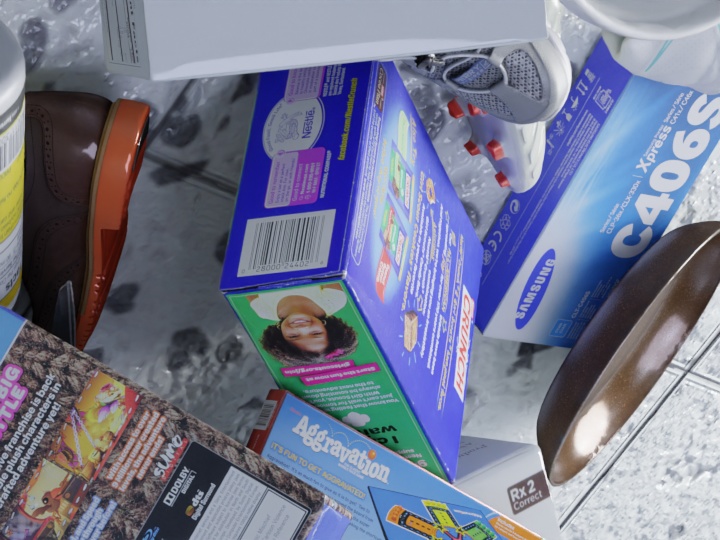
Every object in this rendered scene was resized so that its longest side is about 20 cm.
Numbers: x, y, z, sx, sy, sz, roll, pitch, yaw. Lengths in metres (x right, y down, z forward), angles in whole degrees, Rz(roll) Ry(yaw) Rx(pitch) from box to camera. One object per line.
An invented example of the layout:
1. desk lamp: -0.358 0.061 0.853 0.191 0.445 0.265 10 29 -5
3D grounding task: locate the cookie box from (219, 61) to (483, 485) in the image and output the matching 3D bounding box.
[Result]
1. cookie box: 0.000 0.000 1.528 0.075 0.172 0.200 -6 141 19

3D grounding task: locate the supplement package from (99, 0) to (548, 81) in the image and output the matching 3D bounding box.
1. supplement package: -0.024 -0.179 1.333 0.199 0.111 0.157 -7 97 -14

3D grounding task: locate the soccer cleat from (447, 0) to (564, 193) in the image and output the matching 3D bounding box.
1. soccer cleat: 0.087 -0.127 1.556 0.077 0.069 0.201 -28 134 -14

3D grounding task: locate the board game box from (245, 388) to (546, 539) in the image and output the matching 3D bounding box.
1. board game box: 0.010 0.153 1.508 0.200 0.019 0.103 32 75 -31

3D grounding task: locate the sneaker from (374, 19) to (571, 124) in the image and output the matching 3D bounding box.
1. sneaker: 0.025 -0.128 1.455 0.200 0.082 0.075 32 133 -20

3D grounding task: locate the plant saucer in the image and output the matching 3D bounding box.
1. plant saucer: 0.168 0.046 1.727 0.200 0.032 0.200 -49 165 -18

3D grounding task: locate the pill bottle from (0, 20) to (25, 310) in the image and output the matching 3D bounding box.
1. pill bottle: -0.228 -0.029 1.399 0.114 0.114 0.201 -13 132 -24

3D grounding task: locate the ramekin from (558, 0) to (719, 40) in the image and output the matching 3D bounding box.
1. ramekin: 0.140 -0.230 1.441 0.199 0.105 0.201 -16 119 -31

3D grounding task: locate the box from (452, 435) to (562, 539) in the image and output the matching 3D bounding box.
1. box: 0.016 0.220 1.611 0.198 0.130 0.201 -23 105 -35

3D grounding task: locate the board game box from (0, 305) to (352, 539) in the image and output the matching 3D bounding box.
1. board game box: -0.132 0.139 1.399 0.160 0.199 0.097 -59 168 -5

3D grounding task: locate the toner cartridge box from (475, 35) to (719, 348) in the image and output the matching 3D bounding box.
1. toner cartridge box: 0.145 -0.046 1.679 0.095 0.043 0.201 8 122 -36

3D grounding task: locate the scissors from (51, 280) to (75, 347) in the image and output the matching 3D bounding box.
1. scissors: -0.160 0.057 1.519 0.073 0.014 0.200 22 147 -13

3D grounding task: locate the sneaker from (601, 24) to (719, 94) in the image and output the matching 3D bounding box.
1. sneaker: 0.197 -0.195 1.553 0.080 0.070 0.201 6 112 -25

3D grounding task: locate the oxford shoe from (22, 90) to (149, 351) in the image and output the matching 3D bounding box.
1. oxford shoe: -0.165 -0.023 1.497 0.072 0.071 0.201 16 131 -2
